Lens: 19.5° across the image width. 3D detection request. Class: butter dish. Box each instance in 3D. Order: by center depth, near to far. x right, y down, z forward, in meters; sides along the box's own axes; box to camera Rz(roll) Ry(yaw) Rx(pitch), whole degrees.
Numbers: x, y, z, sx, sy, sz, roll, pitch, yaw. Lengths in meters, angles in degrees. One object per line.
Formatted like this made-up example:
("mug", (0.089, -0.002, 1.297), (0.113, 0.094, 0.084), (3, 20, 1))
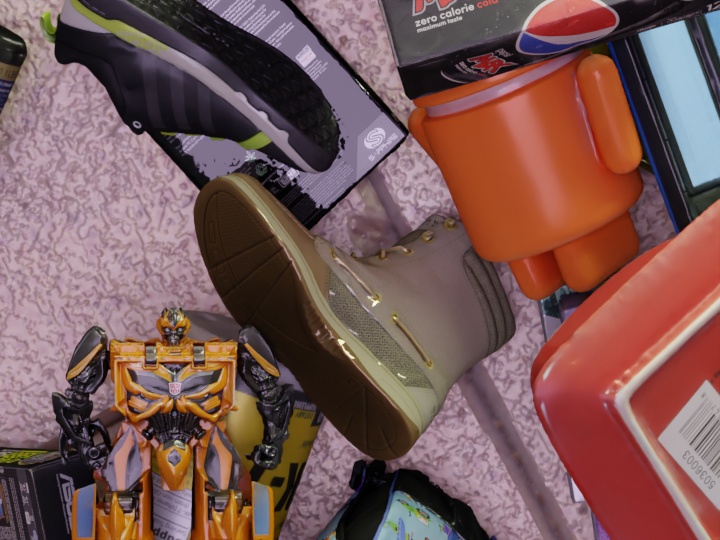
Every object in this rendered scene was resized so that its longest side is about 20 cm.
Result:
("butter dish", (0.180, 0.068, 1.216), (0.199, 0.148, 0.200), (-41, 114, -17))

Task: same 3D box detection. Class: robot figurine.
("robot figurine", (-0.110, 0.123, 1.243), (0.144, 0.058, 0.201), (-1, 97, -7))
("robot figurine", (0.099, -0.084, 1.290), (0.116, 0.144, 0.201), (-24, 101, -3))

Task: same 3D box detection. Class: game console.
("game console", (0.243, -0.125, 1.282), (0.118, 0.171, 0.201), (-21, 89, 29))

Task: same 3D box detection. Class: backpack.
("backpack", (0.008, 0.226, 1.294), (0.134, 0.200, 0.183), (35, 95, -1))

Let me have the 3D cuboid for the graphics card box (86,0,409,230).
("graphics card box", (-0.079, -0.118, 1.341), (0.125, 0.051, 0.200), (-43, 91, 6))

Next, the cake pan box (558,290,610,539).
("cake pan box", (0.234, 0.095, 1.311), (0.199, 0.052, 0.185), (-7, 98, 4))

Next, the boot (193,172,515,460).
("boot", (0.000, 0.000, 1.299), (0.200, 0.155, 0.072), (51, 136, -3))

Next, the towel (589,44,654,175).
("towel", (0.148, -0.136, 1.344), (0.200, 0.018, 0.086), (32, 97, -1))

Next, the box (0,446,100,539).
("box", (-0.208, 0.214, 1.330), (0.044, 0.160, 0.201), (-13, 95, -35))

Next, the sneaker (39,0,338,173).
("sneaker", (-0.105, -0.113, 1.297), (0.200, 0.072, 0.083), (36, 120, 0))

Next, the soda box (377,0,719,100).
("soda box", (0.110, -0.163, 1.197), (0.199, 0.063, 0.071), (-16, 75, 3))

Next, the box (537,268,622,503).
("box", (0.222, 0.062, 1.350), (0.199, 0.036, 0.145), (-10, 95, 3))

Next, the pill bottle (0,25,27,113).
("pill bottle", (-0.298, -0.076, 1.326), (0.111, 0.112, 0.201), (25, 96, 0))

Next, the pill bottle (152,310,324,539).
("pill bottle", (-0.099, 0.136, 1.334), (0.114, 0.114, 0.201), (21, 97, 1))
